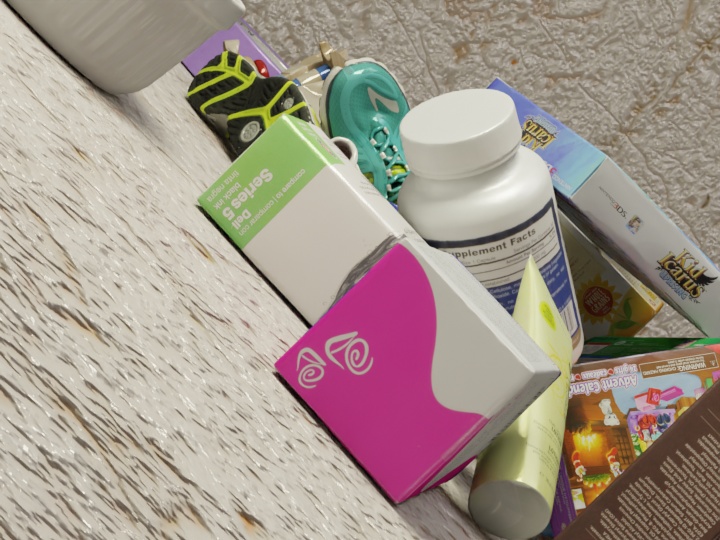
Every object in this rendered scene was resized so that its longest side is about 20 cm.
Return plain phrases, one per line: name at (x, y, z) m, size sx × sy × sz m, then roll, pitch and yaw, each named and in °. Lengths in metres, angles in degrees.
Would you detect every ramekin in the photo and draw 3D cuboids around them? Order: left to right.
ramekin at (-0.180, -0.209, 1.425) m, size 0.200 × 0.105 × 0.200 m, roll 46°, pitch 6°, yaw -6°

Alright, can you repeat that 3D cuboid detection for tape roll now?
tape roll at (-0.103, -0.183, 2.118) m, size 0.200 × 0.066 × 0.200 m, roll 47°, pitch 5°, yaw -5°

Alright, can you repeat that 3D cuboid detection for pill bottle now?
pill bottle at (0.088, -0.021, 1.521) m, size 0.111 × 0.111 × 0.201 m, roll -125°, pitch -163°, yaw -61°

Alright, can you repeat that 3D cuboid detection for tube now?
tube at (0.107, 0.079, 1.346) m, size 0.052 × 0.058 × 0.200 m, roll 20°, pitch 40°, yaw -3°

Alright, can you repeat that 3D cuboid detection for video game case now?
video game case at (0.183, -0.049, 1.622) m, size 0.181 × 0.045 × 0.200 m, roll 40°, pitch 3°, yaw -30°

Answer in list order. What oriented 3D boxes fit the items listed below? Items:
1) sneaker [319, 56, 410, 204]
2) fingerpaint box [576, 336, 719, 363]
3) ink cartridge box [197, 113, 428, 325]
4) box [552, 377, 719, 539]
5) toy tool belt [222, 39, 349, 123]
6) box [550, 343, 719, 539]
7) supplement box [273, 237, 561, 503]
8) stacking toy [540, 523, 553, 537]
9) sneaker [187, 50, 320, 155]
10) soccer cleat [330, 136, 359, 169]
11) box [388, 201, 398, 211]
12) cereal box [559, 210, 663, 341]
sneaker at (0.025, -0.077, 1.724) m, size 0.080 × 0.077 × 0.201 m, roll -136°, pitch -154°, yaw -63°
fingerpaint box at (0.231, 0.139, 1.635) m, size 0.200 × 0.073 × 0.168 m, roll -5°, pitch -72°, yaw 66°
ink cartridge box at (0.000, 0.000, 1.412) m, size 0.200 × 0.084 × 0.145 m, roll 47°, pitch 5°, yaw 5°
box at (0.200, 0.140, 1.333) m, size 0.075 × 0.200 × 0.100 m, roll 45°, pitch 4°, yaw 12°
toy tool belt at (-0.039, -0.144, 1.935) m, size 0.200 × 0.122 × 0.125 m, roll -126°, pitch -156°, yaw -49°
box at (0.213, 0.124, 1.462) m, size 0.039 × 0.199 × 0.138 m, roll -32°, pitch -112°, yaw 60°
supplement box at (0.037, 0.055, 1.193) m, size 0.103 × 0.101 × 0.200 m, roll 47°, pitch 4°, yaw 7°
stacking toy at (0.154, 0.117, 1.584) m, size 0.200 × 0.115 × 0.110 m, roll -146°, pitch -127°, yaw -76°
sneaker at (-0.070, -0.118, 1.774) m, size 0.076 × 0.075 × 0.200 m, roll 43°, pitch 4°, yaw -37°
soccer cleat at (-0.025, -0.056, 1.634) m, size 0.070 × 0.086 × 0.200 m, roll 48°, pitch 5°, yaw 14°
box at (0.057, 0.002, 1.631) m, size 0.200 × 0.070 × 0.064 m, roll 19°, pitch 12°, yaw -46°
cereal box at (0.132, 0.006, 1.790) m, size 0.200 × 0.144 × 0.040 m, roll 47°, pitch 22°, yaw 5°
